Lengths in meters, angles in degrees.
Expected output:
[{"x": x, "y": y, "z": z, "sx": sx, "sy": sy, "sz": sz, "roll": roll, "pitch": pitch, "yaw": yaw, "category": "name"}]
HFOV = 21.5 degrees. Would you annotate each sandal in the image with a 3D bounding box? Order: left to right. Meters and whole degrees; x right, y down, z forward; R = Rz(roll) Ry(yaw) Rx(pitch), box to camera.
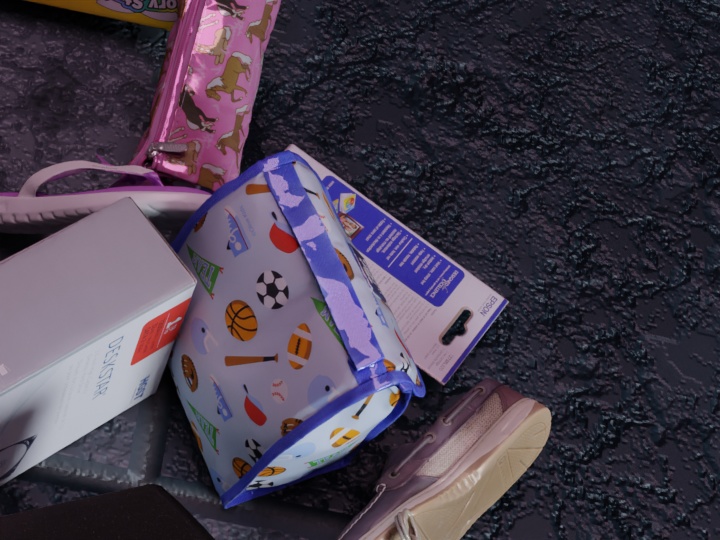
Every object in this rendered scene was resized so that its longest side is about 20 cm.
[{"x": -0.185, "y": -0.053, "z": 1.262, "sx": 0.202, "sy": 0.082, "sz": 0.050, "roll": -2, "pitch": 84, "yaw": 27, "category": "sandal"}]

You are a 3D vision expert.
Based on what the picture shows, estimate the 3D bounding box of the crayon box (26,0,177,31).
[{"x": -0.184, "y": -0.276, "z": 1.396, "sx": 0.199, "sy": 0.173, "sz": 0.058, "roll": 11, "pitch": 27, "yaw": -11, "category": "crayon box"}]

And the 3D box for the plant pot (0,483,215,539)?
[{"x": -0.154, "y": 0.240, "z": 1.087, "sx": 0.199, "sy": 0.200, "sz": 0.178, "roll": -10, "pitch": 52, "yaw": -22, "category": "plant pot"}]

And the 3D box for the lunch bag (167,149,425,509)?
[{"x": -0.045, "y": 0.036, "z": 1.221, "sx": 0.123, "sy": 0.200, "sz": 0.171, "roll": -19, "pitch": 73, "yaw": -26, "category": "lunch bag"}]

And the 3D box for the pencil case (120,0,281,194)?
[{"x": -0.109, "y": -0.142, "z": 1.350, "sx": 0.082, "sy": 0.086, "sz": 0.201, "roll": 17, "pitch": 80, "yaw": -16, "category": "pencil case"}]

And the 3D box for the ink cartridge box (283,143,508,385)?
[{"x": 0.000, "y": 0.000, "z": 1.368, "sx": 0.200, "sy": 0.037, "sz": 0.095, "roll": 35, "pitch": 55, "yaw": 9, "category": "ink cartridge box"}]

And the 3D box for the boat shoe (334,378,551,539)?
[{"x": 0.042, "y": 0.147, "z": 1.275, "sx": 0.200, "sy": 0.072, "sz": 0.065, "roll": -40, "pitch": 52, "yaw": -20, "category": "boat shoe"}]

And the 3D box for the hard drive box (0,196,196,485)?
[{"x": -0.215, "y": 0.061, "z": 1.191, "sx": 0.200, "sy": 0.156, "sz": 0.077, "roll": -32, "pitch": 73, "yaw": -30, "category": "hard drive box"}]

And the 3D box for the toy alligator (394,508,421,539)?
[{"x": 0.037, "y": 0.255, "z": 1.201, "sx": 0.054, "sy": 0.059, "sz": 0.201, "roll": -22, "pitch": 79, "yaw": 19, "category": "toy alligator"}]
